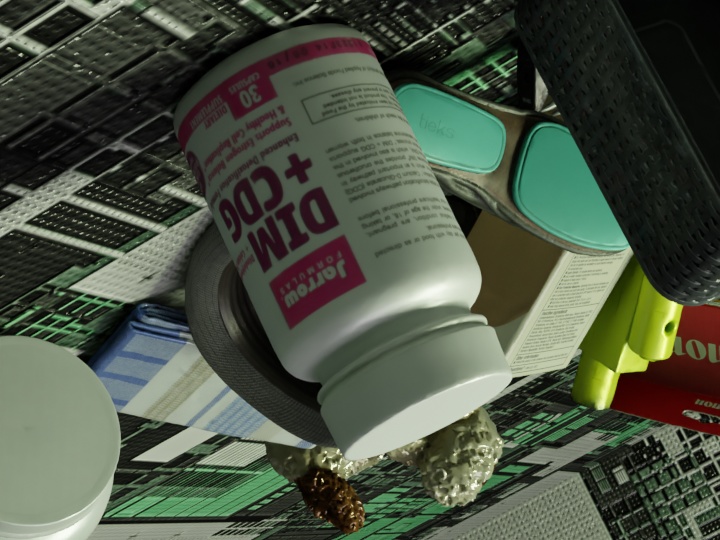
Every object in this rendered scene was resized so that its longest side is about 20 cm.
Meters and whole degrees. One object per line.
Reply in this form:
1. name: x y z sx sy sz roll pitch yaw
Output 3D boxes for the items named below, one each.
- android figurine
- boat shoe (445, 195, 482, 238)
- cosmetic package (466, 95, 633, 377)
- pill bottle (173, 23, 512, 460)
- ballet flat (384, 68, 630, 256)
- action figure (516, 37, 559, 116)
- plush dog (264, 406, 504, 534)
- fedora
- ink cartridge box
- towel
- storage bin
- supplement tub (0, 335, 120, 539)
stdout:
1. android figurine: 0.165 -0.010 1.317 0.041 0.182 0.201 -3 117 -35
2. boat shoe: 0.000 0.000 1.297 0.200 0.075 0.073 -33 146 20
3. cosmetic package: 0.134 -0.032 1.228 0.105 0.071 0.201 -2 125 -56
4. pill bottle: -0.007 -0.014 0.952 0.113 0.201 0.113 -24 165 -7
5. ballet flat: 0.076 -0.066 1.076 0.199 0.068 0.068 25 174 -28
6. action figure: 0.194 -0.133 1.114 0.199 0.070 0.130 -10 -175 -22
7. plush dog: -0.003 0.111 1.511 0.171 0.200 0.161 -35 127 9
8. fedora: -0.016 0.016 1.191 0.090 0.177 0.200 -51 173 -35
9. ink cartridge box: 0.280 0.041 1.349 0.199 0.084 0.175 11 -147 34
10. towel: -0.092 0.077 1.316 0.199 0.024 0.147 13 149 -22
11. storage bin: 0.187 -0.099 0.983 0.135 0.201 0.094 -19 163 -23
12. supplement tub: -0.240 0.136 1.185 0.144 0.145 0.200 -16 162 -33
